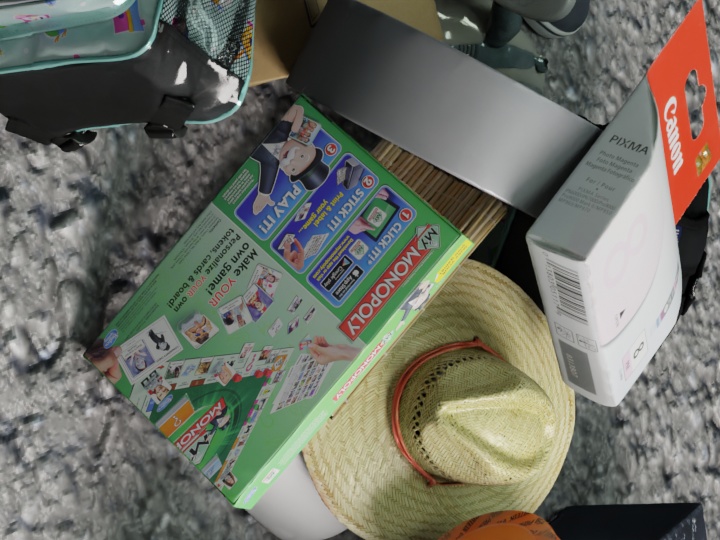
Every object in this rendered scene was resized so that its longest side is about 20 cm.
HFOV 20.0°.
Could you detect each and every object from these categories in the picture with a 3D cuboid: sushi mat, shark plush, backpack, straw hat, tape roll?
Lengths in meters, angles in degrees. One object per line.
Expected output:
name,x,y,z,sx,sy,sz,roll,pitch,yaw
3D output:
sushi mat,0.000,0.000,1.238,0.200,0.096,0.012,-49,156,-33
shark plush,0.083,-0.137,1.464,0.083,0.091,0.200,-51,143,-7
backpack,-0.141,-0.187,1.111,0.153,0.176,0.200,40,56,-44
straw hat,0.070,0.090,1.242,0.201,0.085,0.202,-4,99,-27
tape roll,0.057,-0.096,1.248,0.200,0.200,0.066,25,96,-45
backpack,0.159,-0.019,1.424,0.200,0.153,0.176,8,100,-58

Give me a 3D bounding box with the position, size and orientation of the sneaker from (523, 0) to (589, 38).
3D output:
sneaker,0.138,-0.262,1.496,0.078,0.079,0.200,-47,123,-40

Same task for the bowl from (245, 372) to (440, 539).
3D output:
bowl,-0.025,0.055,1.304,0.200,0.075,0.200,51,55,-32

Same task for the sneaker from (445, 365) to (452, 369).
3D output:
sneaker,0.069,0.131,1.355,0.111,0.077,0.200,-53,160,-38

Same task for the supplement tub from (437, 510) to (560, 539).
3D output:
supplement tub,0.112,0.251,1.254,0.123,0.122,0.200,-52,127,-36

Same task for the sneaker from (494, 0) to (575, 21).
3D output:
sneaker,0.102,-0.238,1.398,0.099,0.200,0.071,9,126,-53

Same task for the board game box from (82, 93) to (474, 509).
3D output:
board game box,-0.049,0.017,1.171,0.200,0.135,0.029,-49,159,4

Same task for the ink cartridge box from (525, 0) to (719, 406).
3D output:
ink cartridge box,0.180,-0.039,1.236,0.200,0.057,0.163,-49,147,-19

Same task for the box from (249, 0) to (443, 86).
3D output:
box,-0.042,-0.208,1.308,0.200,0.021,0.164,-17,95,-40

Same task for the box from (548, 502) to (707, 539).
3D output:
box,0.172,0.287,1.452,0.197,0.117,0.200,-22,105,-59
